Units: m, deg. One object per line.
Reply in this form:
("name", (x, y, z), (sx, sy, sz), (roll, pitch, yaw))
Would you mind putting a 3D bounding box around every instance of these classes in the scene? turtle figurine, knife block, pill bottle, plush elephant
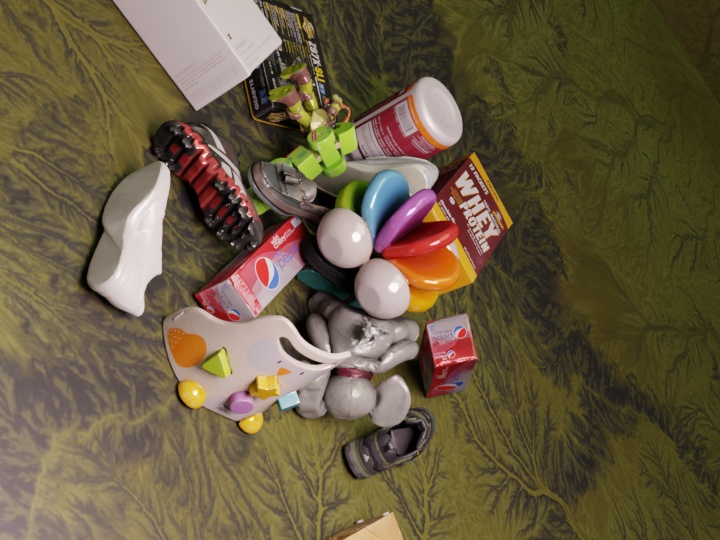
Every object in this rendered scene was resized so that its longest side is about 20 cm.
("turtle figurine", (-0.075, -0.210, 1.588), (0.201, 0.064, 0.162), (-56, 136, -27))
("knife block", (0.024, 0.416, 1.406), (0.199, 0.064, 0.177), (-12, 79, -54))
("pill bottle", (0.052, -0.211, 1.693), (0.113, 0.199, 0.114), (30, 48, -40))
("plush elephant", (-0.008, 0.133, 1.470), (0.163, 0.156, 0.200), (17, 5, -5))

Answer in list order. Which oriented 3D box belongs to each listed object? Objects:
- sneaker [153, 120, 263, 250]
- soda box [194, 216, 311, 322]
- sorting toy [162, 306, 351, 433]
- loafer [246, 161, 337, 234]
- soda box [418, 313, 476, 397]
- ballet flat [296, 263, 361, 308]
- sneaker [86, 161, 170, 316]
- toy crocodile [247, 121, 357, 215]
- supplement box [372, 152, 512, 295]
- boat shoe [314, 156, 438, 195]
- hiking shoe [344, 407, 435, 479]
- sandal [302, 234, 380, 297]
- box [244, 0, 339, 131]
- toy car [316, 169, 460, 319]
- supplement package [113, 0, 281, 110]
("sneaker", (-0.184, -0.118, 1.428), (0.201, 0.071, 0.098), (53, 32, 3))
("soda box", (-0.134, 0.001, 1.439), (0.064, 0.070, 0.200), (58, 35, -12))
("sorting toy", (-0.112, 0.109, 1.309), (0.199, 0.179, 0.108), (31, 47, -38))
("loafer", (-0.072, -0.105, 1.468), (0.200, 0.063, 0.072), (31, 41, -50))
("soda box", (0.127, 0.131, 1.604), (0.200, 0.063, 0.071), (89, -9, -70))
("ballet flat", (-0.013, 0.026, 1.584), (0.200, 0.070, 0.071), (38, 43, -29))
("sneaker", (-0.265, -0.037, 1.306), (0.089, 0.075, 0.201), (50, 42, -41))
("toy crocodile", (-0.084, -0.148, 1.533), (0.199, 0.062, 0.068), (-38, 131, -13))
("supplement box", (0.096, -0.053, 1.658), (0.133, 0.196, 0.200), (59, 35, -13))
("boat shoe", (0.025, -0.135, 1.626), (0.071, 0.199, 0.071), (-32, 119, -56))
("hiking shoe", (0.068, 0.240, 1.535), (0.199, 0.100, 0.076), (-21, 88, -55))
("sandal", (0.000, 0.001, 1.509), (0.200, 0.048, 0.076), (29, 29, -47))
("box", (-0.118, -0.318, 1.667), (0.159, 0.049, 0.202), (6, 65, -53))
("toy car", (0.055, -0.047, 1.435), (0.175, 0.150, 0.201), (-34, 87, -42))
("supplement package", (-0.225, -0.348, 1.486), (0.201, 0.117, 0.117), (53, 38, -17))
